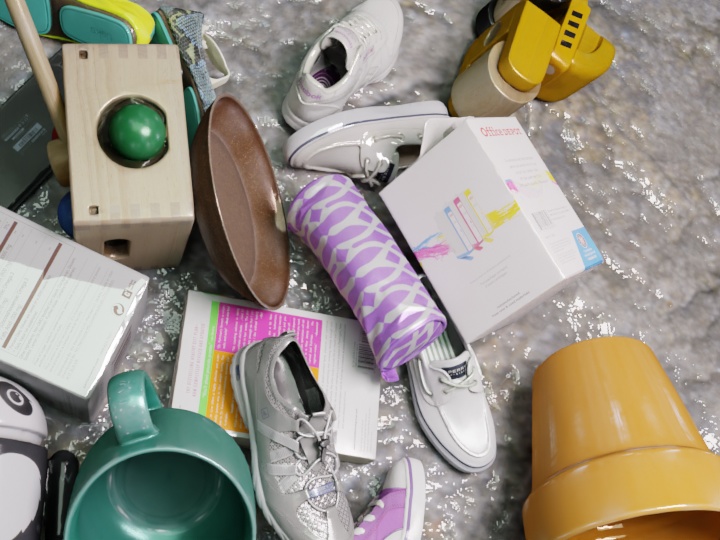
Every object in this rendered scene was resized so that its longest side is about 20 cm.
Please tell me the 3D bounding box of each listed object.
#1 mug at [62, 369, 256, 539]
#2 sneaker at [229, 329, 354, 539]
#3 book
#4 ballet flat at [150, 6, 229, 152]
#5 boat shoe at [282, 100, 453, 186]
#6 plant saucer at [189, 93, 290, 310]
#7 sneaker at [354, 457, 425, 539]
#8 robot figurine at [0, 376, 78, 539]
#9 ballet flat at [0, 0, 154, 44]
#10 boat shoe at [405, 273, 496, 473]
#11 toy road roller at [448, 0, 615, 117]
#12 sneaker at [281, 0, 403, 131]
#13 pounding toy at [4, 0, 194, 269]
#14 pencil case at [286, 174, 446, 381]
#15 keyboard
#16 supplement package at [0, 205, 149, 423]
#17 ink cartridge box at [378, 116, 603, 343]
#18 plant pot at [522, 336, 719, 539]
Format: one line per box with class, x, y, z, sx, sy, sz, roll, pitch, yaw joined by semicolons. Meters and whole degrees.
mug;-0.156;0.178;0.755;0.149;0.115;0.188;19;100;-14
sneaker;-0.053;0.148;0.784;0.074;0.082;0.203;-14;75;-42
book;-0.077;0.101;0.871;0.196;0.048;0.137;12;67;-14
ballet flat;-0.159;-0.182;0.937;0.073;0.074;0.204;-13;77;-20
boat shoe;0.016;-0.126;0.969;0.196;0.071;0.071;-13;72;-27
plant saucer;-0.114;-0.060;0.854;0.036;0.200;0.205;-13;72;12
sneaker;-0.012;0.252;0.822;0.112;0.073;0.204;21;66;-5
robot figurine;-0.312;0.183;0.724;0.122;0.150;0.205;-6;70;13
ballet flat;-0.297;-0.268;0.927;0.196;0.068;0.067;22;41;6
boat shoe;0.081;0.101;0.904;0.072;0.067;0.203;-22;78;-22
toy road roller;0.201;-0.234;1.035;0.145;0.123;0.203;32;64;-15
sneaker;-0.006;-0.233;0.982;0.074;0.100;0.201;34;64;1
pounding toy;-0.228;-0.114;0.808;0.139;0.200;0.189;-4;77;-17
pencil case;0.000;0.000;0.885;0.083;0.086;0.202;8;42;-55
keyboard;-0.343;-0.143;0.892;0.127;0.021;0.201;39;64;-7
supplement package;-0.296;0.030;0.790;0.197;0.117;0.119;26;68;-5
ink cartridge box;0.125;-0.055;0.919;0.128;0.125;0.202;-13;70;-57
plant pot;0.241;0.173;0.870;0.195;0.202;0.186;4;54;-15
